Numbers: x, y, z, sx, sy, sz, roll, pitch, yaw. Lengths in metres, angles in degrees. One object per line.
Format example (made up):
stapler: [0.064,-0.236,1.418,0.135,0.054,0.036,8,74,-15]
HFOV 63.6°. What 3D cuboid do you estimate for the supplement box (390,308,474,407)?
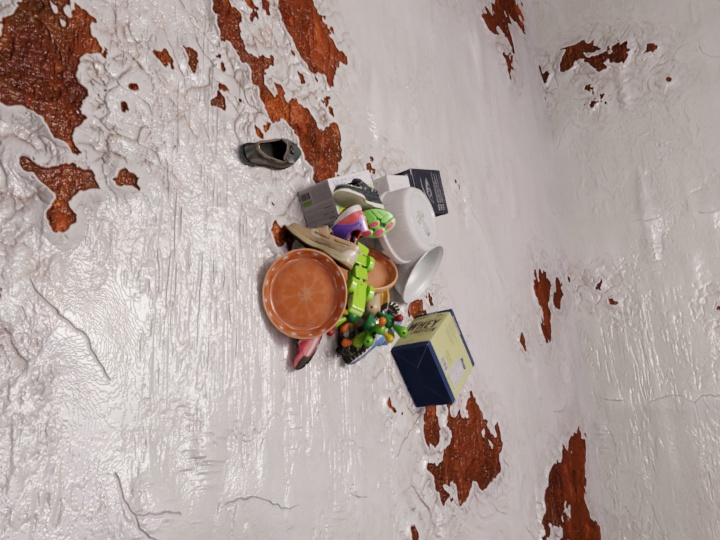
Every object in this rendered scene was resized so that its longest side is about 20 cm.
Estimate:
supplement box: [0.220,0.259,1.727,0.200,0.132,0.204,-42,112,-50]

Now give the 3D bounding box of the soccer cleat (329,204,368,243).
soccer cleat: [-0.048,-0.081,1.427,0.067,0.200,0.074,-17,72,-41]

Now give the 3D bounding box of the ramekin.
ramekin: [0.130,-0.129,1.581,0.199,0.103,0.205,33,49,-48]

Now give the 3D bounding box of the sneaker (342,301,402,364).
sneaker: [0.038,0.177,1.504,0.199,0.078,0.090,-40,137,-9]

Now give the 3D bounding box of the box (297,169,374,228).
box: [-0.053,-0.189,1.527,0.199,0.110,0.104,-25,99,-54]

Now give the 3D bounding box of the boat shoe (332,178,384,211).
boat shoe: [-0.005,-0.193,1.437,0.197,0.073,0.068,10,70,-52]

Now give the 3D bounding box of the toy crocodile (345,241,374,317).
toy crocodile: [-0.008,0.017,1.395,0.066,0.061,0.205,21,54,-28]

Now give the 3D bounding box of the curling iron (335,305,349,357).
curling iron: [-0.041,0.119,1.486,0.025,0.049,0.206,13,72,-30]

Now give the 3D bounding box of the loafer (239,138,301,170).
loafer: [-0.201,-0.284,1.399,0.198,0.062,0.074,-19,94,-54]

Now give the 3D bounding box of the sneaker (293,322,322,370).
sneaker: [-0.126,0.136,1.375,0.085,0.074,0.204,24,64,-2]

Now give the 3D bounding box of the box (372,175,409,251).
box: [0.096,-0.171,1.734,0.123,0.096,0.206,-10,86,-54]

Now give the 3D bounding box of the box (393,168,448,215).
box: [0.184,-0.240,1.868,0.198,0.102,0.152,-8,85,-53]

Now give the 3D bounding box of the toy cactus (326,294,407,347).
toy cactus: [0.020,0.113,1.434,0.167,0.194,0.104,-80,164,-48]

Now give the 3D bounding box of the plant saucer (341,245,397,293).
plant saucer: [0.000,0.000,1.509,0.199,0.197,0.038,-35,148,-51]

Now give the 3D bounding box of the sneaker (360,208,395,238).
sneaker: [0.002,-0.118,1.506,0.084,0.195,0.078,-47,119,-58]

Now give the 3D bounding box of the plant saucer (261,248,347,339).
plant saucer: [-0.128,0.053,1.328,0.194,0.032,0.207,1,86,-11]

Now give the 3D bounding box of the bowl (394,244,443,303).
bowl: [0.157,-0.011,1.736,0.201,0.090,0.204,-43,153,-28]

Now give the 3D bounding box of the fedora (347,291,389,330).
fedora: [0.024,0.073,1.567,0.198,0.080,0.207,21,63,-48]

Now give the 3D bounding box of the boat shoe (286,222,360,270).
boat shoe: [-0.088,-0.071,1.387,0.065,0.197,0.071,-58,160,-9]
